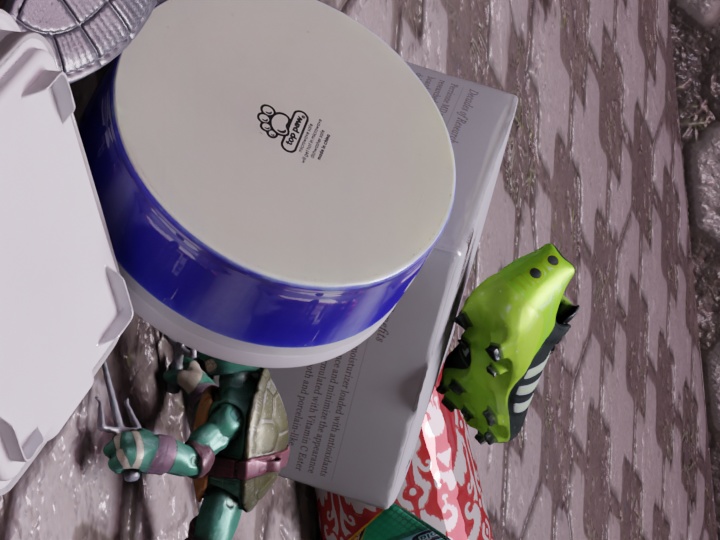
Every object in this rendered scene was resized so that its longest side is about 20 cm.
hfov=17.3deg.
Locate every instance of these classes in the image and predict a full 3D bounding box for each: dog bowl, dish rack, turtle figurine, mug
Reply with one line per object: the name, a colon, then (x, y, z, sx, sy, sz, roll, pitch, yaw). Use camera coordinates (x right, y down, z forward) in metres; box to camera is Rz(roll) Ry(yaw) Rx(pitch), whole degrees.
dog bowl: (-0.052, -0.053, 1.265, 0.079, 0.199, 0.201, 126, -18, -48)
dish rack: (-0.166, -0.004, 1.113, 0.172, 0.043, 0.201, -59, 146, -47)
turtle figurine: (-0.089, 0.102, 1.330, 0.150, 0.100, 0.201, -18, 112, -73)
mug: (0.013, 0.158, 1.683, 0.133, 0.177, 0.201, -21, 109, -34)

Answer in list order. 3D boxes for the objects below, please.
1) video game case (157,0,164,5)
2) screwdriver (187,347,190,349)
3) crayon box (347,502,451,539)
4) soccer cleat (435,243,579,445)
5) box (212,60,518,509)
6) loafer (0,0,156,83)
video game case: (-0.082, -0.190, 1.460, 0.200, 0.045, 0.182, 48, 42, -66)
screwdriver: (-0.110, -0.039, 1.372, 0.029, 0.028, 0.201, -34, 130, -36)
crayon box: (-0.021, 0.250, 1.430, 0.200, 0.058, 0.119, -39, 137, -23)
soccer cleat: (0.095, 0.049, 1.453, 0.081, 0.068, 0.200, -38, 164, -17)
box: (0.000, 0.000, 1.466, 0.200, 0.130, 0.200, -67, 172, -55)
loafer: (-0.139, -0.163, 1.226, 0.072, 0.063, 0.200, 56, 50, -30)
